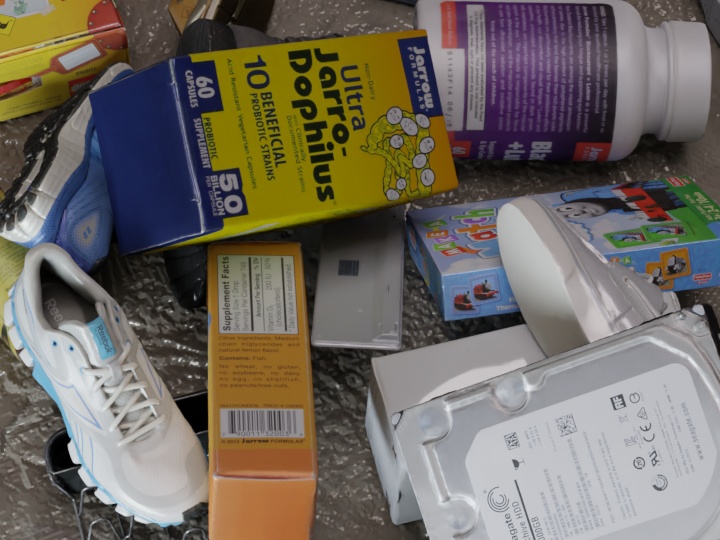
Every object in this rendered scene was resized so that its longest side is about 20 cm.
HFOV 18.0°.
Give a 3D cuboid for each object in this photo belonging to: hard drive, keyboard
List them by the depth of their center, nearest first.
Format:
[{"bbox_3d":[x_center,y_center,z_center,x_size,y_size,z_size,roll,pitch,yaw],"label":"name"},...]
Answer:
[{"bbox_3d":[0.130,0.116,1.314,0.199,0.038,0.140,-20,82,17],"label":"hard drive"},{"bbox_3d":[0.000,0.000,1.484,0.056,0.011,0.200,-2,27,3],"label":"keyboard"}]

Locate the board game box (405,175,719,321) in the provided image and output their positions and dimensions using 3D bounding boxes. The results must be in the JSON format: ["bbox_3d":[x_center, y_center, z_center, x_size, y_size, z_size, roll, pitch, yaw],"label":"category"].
[{"bbox_3d":[0.139,-0.016,1.490,0.199,0.037,0.151,-8,18,-6],"label":"board game box"}]

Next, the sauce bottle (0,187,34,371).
[{"bbox_3d":[-0.213,0.023,1.492,0.065,0.065,0.200,-33,65,-18],"label":"sauce bottle"}]

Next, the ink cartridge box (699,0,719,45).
[{"bbox_3d":[0.317,-0.234,1.664,0.162,0.057,0.200,-20,58,-12],"label":"ink cartridge box"}]

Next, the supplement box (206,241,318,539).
[{"bbox_3d":[-0.063,0.072,1.400,0.068,0.067,0.200,2,44,-4],"label":"supplement box"}]

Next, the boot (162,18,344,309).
[{"bbox_3d":[-0.060,-0.069,1.540,0.131,0.070,0.201,6,90,-33],"label":"boot"}]

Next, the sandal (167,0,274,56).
[{"bbox_3d":[-0.112,-0.168,1.602,0.054,0.080,0.201,10,65,23],"label":"sandal"}]

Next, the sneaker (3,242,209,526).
[{"bbox_3d":[-0.158,0.068,1.394,0.075,0.087,0.200,-31,72,-21],"label":"sneaker"}]

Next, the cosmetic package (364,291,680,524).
[{"bbox_3d":[0.107,0.089,1.440,0.199,0.113,0.081,-10,65,-10],"label":"cosmetic package"}]

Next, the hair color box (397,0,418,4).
[{"bbox_3d":[0.071,-0.289,1.676,0.099,0.061,0.201,13,61,6],"label":"hair color box"}]

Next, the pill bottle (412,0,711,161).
[{"bbox_3d":[0.136,-0.131,1.562,0.199,0.112,0.112,1,61,-1],"label":"pill bottle"}]

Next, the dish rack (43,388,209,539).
[{"bbox_3d":[-0.101,0.179,1.416,0.153,0.055,0.201,-15,62,-9],"label":"dish rack"}]

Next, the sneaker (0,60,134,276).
[{"bbox_3d":[-0.179,-0.063,1.530,0.089,0.078,0.200,42,35,-20],"label":"sneaker"}]

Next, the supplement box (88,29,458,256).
[{"bbox_3d":[-0.054,-0.082,1.445,0.199,0.109,0.109,-11,89,-36],"label":"supplement box"}]

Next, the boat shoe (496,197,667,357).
[{"bbox_3d":[0.157,0.034,1.371,0.068,0.072,0.200,-25,67,-25],"label":"boat shoe"}]

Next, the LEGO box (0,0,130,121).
[{"bbox_3d":[-0.277,-0.182,1.597,0.199,0.077,0.149,-16,63,-10],"label":"LEGO box"}]
